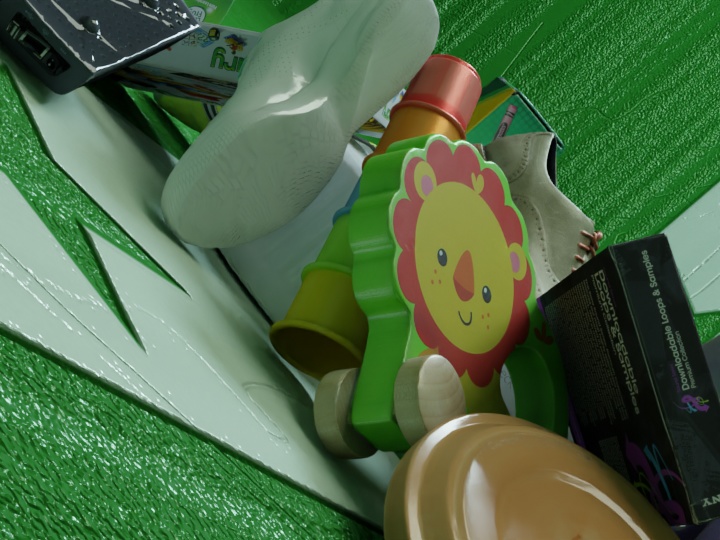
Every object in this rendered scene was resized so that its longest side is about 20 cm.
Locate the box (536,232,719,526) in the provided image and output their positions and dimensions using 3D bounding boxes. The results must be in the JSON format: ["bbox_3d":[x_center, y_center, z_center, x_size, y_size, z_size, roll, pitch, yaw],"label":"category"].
[{"bbox_3d":[0.145,0.067,0.957,0.200,0.036,0.143,119,-45,-80],"label":"box"}]

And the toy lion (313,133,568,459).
[{"bbox_3d":[0.056,0.034,0.955,0.200,0.069,0.192,45,47,-40],"label":"toy lion"}]

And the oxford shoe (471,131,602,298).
[{"bbox_3d":[0.118,-0.004,1.110,0.070,0.075,0.200,60,13,-65],"label":"oxford shoe"}]

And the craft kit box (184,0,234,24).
[{"bbox_3d":[-0.201,-0.243,1.158,0.197,0.049,0.200,14,28,-39],"label":"craft kit box"}]

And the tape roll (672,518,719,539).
[{"bbox_3d":[0.241,0.106,0.995,0.066,0.200,0.200,35,5,4],"label":"tape roll"}]

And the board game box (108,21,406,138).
[{"bbox_3d":[-0.076,-0.126,1.126,0.200,0.035,0.126,12,-3,15],"label":"board game box"}]

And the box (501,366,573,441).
[{"bbox_3d":[0.111,0.074,1.229,0.200,0.048,0.122,51,7,19],"label":"box"}]

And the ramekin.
[{"bbox_3d":[0.000,0.000,1.112,0.201,0.098,0.200,48,6,-7],"label":"ramekin"}]

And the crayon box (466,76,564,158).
[{"bbox_3d":[0.049,-0.052,1.297,0.058,0.200,0.119,49,6,-10],"label":"crayon box"}]

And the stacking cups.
[{"bbox_3d":[0.014,-0.032,0.996,0.060,0.200,0.061,19,-30,11],"label":"stacking cups"}]

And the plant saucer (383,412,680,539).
[{"bbox_3d":[0.099,0.147,0.817,0.200,0.032,0.200,28,36,-23],"label":"plant saucer"}]

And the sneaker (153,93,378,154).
[{"bbox_3d":[-0.067,-0.082,1.236,0.200,0.077,0.075,26,4,23],"label":"sneaker"}]

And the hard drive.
[{"bbox_3d":[-0.189,-0.188,0.982,0.200,0.042,0.135,50,31,0],"label":"hard drive"}]

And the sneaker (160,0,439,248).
[{"bbox_3d":[-0.048,-0.094,1.009,0.088,0.200,0.075,29,-24,39],"label":"sneaker"}]

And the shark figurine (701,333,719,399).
[{"bbox_3d":[0.191,0.047,1.057,0.089,0.215,0.128,38,34,-6],"label":"shark figurine"}]
